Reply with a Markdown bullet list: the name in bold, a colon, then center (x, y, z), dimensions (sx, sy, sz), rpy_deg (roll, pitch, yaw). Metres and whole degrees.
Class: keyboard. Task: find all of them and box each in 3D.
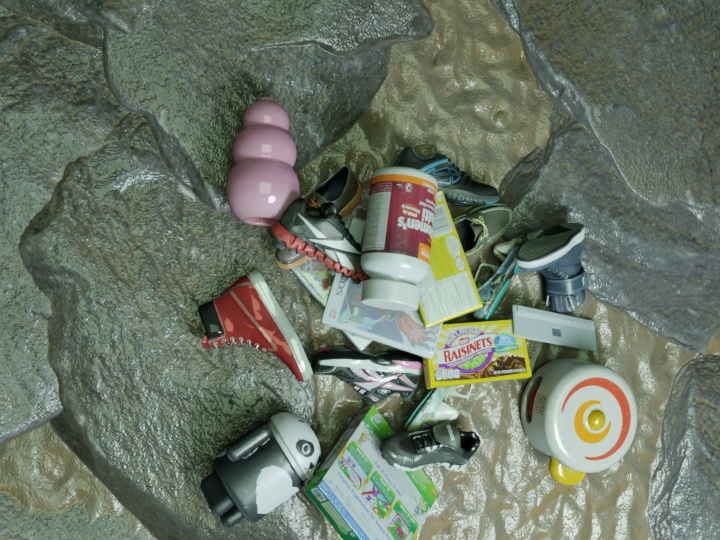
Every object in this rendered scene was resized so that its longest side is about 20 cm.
- **keyboard**: center (0.352, 0.105, 1.363), dimensions (0.195, 0.011, 0.058), rpy_deg (12, 73, -27)

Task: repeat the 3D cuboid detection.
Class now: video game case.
- **video game case**: center (0.052, 0.028, 1.262), dimensions (0.195, 0.023, 0.187), rpy_deg (17, 81, 2)
- **video game case**: center (0.000, 0.000, 1.291), dimensions (0.181, 0.023, 0.201), rpy_deg (-41, 87, -10)

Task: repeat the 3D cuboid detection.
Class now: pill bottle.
- **pill bottle**: center (0.057, -0.047, 1.168), dimensions (0.106, 0.109, 0.206), rpy_deg (9, 80, -12)

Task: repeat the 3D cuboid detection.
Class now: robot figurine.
- **robot figurine**: center (-0.155, 0.320, 1.217), dimensions (0.198, 0.150, 0.126), rpy_deg (-34, 84, -11)

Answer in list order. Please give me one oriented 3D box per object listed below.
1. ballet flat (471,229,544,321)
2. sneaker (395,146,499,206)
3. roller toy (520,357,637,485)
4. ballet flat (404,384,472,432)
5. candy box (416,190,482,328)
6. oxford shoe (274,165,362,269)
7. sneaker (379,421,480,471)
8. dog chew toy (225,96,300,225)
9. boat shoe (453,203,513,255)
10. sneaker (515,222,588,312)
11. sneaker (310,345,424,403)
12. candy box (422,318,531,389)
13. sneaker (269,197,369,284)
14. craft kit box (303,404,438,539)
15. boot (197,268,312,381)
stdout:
- **ballet flat**: center (0.251, -0.006, 1.348), dimensions (0.074, 0.074, 0.201), rpy_deg (40, 78, -9)
- **sneaker**: center (0.154, -0.161, 1.319), dimensions (0.194, 0.073, 0.084), rpy_deg (10, 86, -13)
- **roller toy**: center (0.384, 0.254, 1.334), dimensions (0.197, 0.140, 0.186), rpy_deg (-30, 95, -11)
- **ballet flat**: center (0.153, 0.210, 1.315), dimensions (0.070, 0.069, 0.202), rpy_deg (31, 79, 13)
- **candy box**: center (0.119, -0.019, 1.238), dimensions (0.100, 0.026, 0.205), rpy_deg (-18, 81, 0)
- **oxford shoe**: center (-0.078, -0.092, 1.255), dimensions (0.071, 0.073, 0.201), rpy_deg (32, 75, 24)
- **sneaker**: center (0.123, 0.290, 1.274), dimensions (0.196, 0.091, 0.068), rpy_deg (12, 42, -33)
- **dog chew toy**: center (-0.155, -0.180, 1.229), dimensions (0.121, 0.124, 0.206), rpy_deg (4, 81, -12)
- **boat shoe**: center (0.190, -0.063, 1.333), dimensions (0.198, 0.060, 0.074), rpy_deg (-24, 95, -12)
- **sneaker**: center (0.336, 0.012, 1.318), dimensions (0.200, 0.076, 0.150), rpy_deg (-22, 115, -45)
- **sneaker**: center (0.011, 0.183, 1.284), dimensions (0.194, 0.080, 0.089), rpy_deg (7, 99, -7)
- **candy box**: center (0.197, 0.141, 1.298), dimensions (0.194, 0.026, 0.105), rpy_deg (-3, 74, -20)
- **sneaker**: center (-0.041, -0.050, 1.200), dimensions (0.197, 0.071, 0.100), rpy_deg (26, 100, -17)
- **craft kit box**: center (0.025, 0.362, 1.245), dimensions (0.202, 0.048, 0.198), rpy_deg (53, 44, -8)
- **boot**: center (-0.177, 0.121, 1.245), dimensions (0.143, 0.072, 0.202), rpy_deg (-34, 89, -10)
